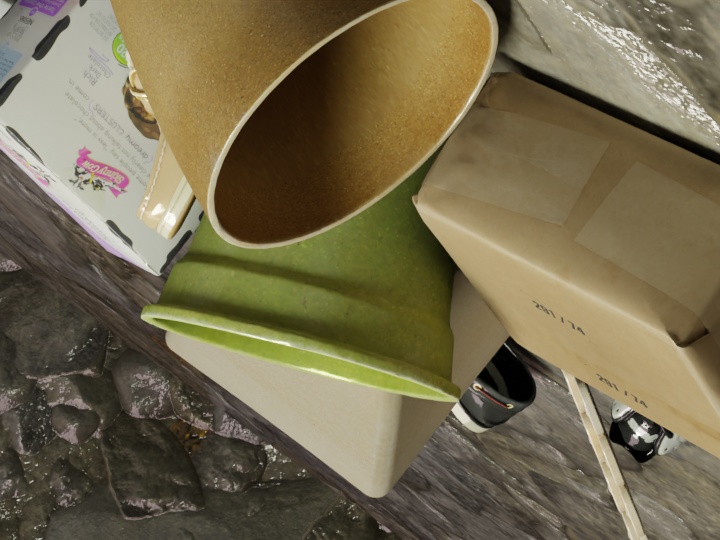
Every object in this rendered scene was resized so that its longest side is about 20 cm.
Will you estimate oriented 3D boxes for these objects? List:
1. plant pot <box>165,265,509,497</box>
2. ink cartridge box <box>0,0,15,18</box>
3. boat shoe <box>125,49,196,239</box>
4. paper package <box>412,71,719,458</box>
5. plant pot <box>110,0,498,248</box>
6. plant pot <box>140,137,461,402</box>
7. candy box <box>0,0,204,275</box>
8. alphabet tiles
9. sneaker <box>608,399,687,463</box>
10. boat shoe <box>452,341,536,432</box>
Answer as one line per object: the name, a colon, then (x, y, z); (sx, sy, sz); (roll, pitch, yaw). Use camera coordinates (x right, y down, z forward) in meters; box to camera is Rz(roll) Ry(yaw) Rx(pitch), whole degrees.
plant pot: (0.000, 0.000, 1.545); (0.200, 0.200, 0.177); (35, 157, 11)
ink cartridge box: (-0.242, -0.151, 1.763); (0.199, 0.084, 0.145); (28, -178, -12)
boat shoe: (-0.105, -0.120, 1.315); (0.069, 0.201, 0.074); (17, 173, -6)
paper package: (0.157, 0.003, 1.262); (0.200, 0.104, 0.191); (28, 166, 36)
plant pot: (-0.056, -0.149, 1.206); (0.200, 0.186, 0.186); (53, 175, 23)
plant pot: (-0.013, -0.033, 1.352); (0.200, 0.185, 0.200); (15, 174, 2)
candy box: (-0.131, -0.128, 1.381); (0.071, 0.200, 0.168); (23, 161, 51)
alphabet tiles: (0.161, 0.102, 1.562); (0.196, 0.015, 0.201); (-95, -17, -73)
sneaker: (0.208, 0.080, 1.444); (0.076, 0.088, 0.200); (37, 167, 10)
boat shoe: (0.064, 0.040, 1.795); (0.063, 0.074, 0.202); (-32, 103, 40)
